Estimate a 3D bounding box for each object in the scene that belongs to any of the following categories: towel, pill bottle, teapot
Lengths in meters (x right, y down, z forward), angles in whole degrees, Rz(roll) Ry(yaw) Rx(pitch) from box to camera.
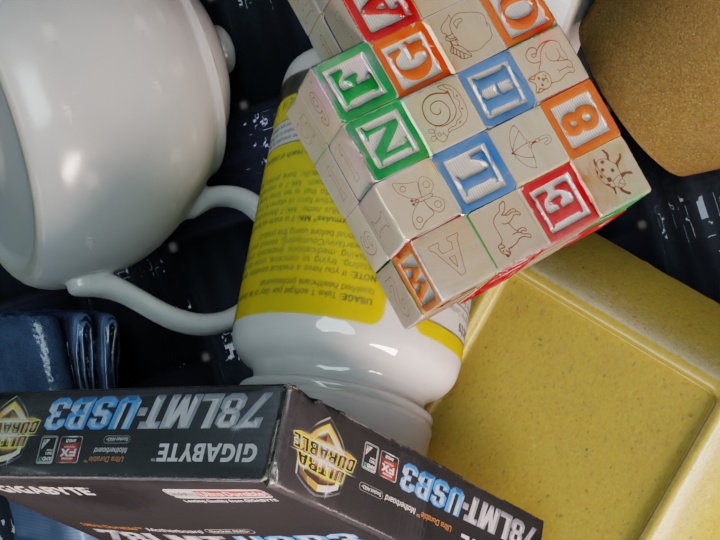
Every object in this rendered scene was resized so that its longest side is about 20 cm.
[{"bbox_3d":[-0.153,0.117,0.939,0.048,0.111,0.201,-14,97,-32],"label":"towel"},{"bbox_3d":[0.000,0.000,0.872,0.114,0.114,0.201,7,73,12],"label":"pill bottle"},{"bbox_3d":[-0.130,-0.090,0.912,0.146,0.197,0.201,-19,127,-24],"label":"teapot"}]

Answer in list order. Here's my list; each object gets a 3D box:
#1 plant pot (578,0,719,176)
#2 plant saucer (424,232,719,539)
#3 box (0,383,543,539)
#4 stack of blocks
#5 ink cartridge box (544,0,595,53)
[{"bbox_3d":[0.210,-0.135,0.835,0.200,0.186,0.187,-35,83,25],"label":"plant pot"},{"bbox_3d":[0.100,0.088,0.881,0.200,0.048,0.201,32,97,28],"label":"plant saucer"},{"bbox_3d":[-0.049,0.107,0.821,0.199,0.198,0.050,-5,65,37],"label":"box"},{"bbox_3d":[0.027,-0.091,0.802,0.115,0.059,0.201,-26,84,-19],"label":"stack of blocks"},{"bbox_3d":[0.071,-0.181,0.887,0.117,0.067,0.201,20,94,11],"label":"ink cartridge box"}]
